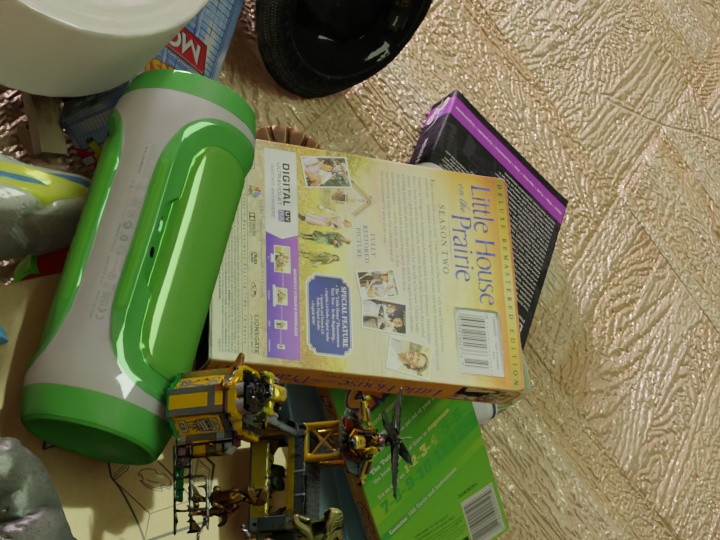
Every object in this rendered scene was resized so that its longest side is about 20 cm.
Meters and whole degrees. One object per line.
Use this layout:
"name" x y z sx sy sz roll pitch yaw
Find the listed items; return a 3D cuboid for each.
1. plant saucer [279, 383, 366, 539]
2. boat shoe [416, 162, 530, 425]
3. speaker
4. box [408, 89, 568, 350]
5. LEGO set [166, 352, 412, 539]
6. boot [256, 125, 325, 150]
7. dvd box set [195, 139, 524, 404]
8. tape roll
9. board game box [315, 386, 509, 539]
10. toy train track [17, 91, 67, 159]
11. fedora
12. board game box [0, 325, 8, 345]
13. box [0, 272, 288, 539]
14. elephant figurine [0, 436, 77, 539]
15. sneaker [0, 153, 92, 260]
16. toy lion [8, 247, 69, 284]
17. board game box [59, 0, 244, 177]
"plant saucer" -0.033 0.106 0.948 0.070 0.019 0.201 22 52 -59
"boat shoe" 0.074 0.014 1.044 0.062 0.072 0.201 -22 113 -24
"speaker" -0.116 -0.003 0.772 0.088 0.088 0.201 29 64 -32
"box" 0.089 -0.032 1.152 0.143 0.036 0.200 43 42 -19
"LEGO set" -0.019 0.137 0.725 0.154 0.115 0.201 48 39 -55
"boot" -0.016 -0.012 0.996 0.200 0.075 0.107 57 5 -7
"dvd box set" 0.000 0.000 0.869 0.199 0.029 0.147 7 65 -22
"tape roll" -0.177 -0.201 0.806 0.202 0.071 0.203 20 55 -32
"board game box" 0.031 0.106 0.936 0.095 0.030 0.201 -28 117 -25
"toy train track" -0.222 -0.164 0.908 0.115 0.032 0.201 -1 75 -58
"fedora" -0.027 -0.227 1.070 0.092 0.201 0.200 40 31 29
"board game box" -0.281 -0.023 0.692 0.153 0.040 0.201 -27 88 -10
"box" -0.123 0.092 0.802 0.163 0.021 0.201 -13 76 -32
"elephant figurine" -0.221 0.171 0.650 0.200 0.155 0.142 -31 111 -47
"sneaker" -0.235 -0.065 0.789 0.199 0.076 0.105 1 63 -35
"toy lion" -0.126 0.076 0.854 0.191 0.069 0.201 13 60 -33
"board game box" -0.158 -0.154 0.914 0.200 0.061 0.201 36 46 -46
